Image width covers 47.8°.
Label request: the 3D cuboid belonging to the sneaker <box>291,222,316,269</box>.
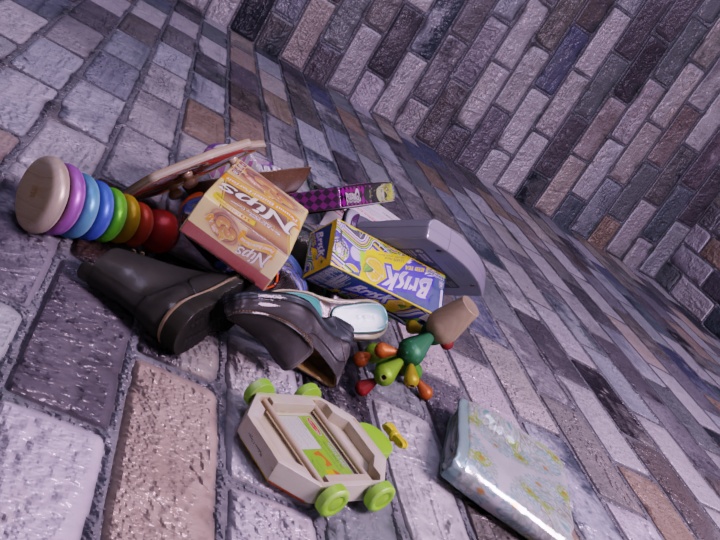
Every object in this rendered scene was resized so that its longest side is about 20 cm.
[{"bbox_3d":[-0.136,-0.036,1.132,0.198,0.077,0.115,22,22,-12],"label":"sneaker"}]

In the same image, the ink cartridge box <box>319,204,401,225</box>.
[{"bbox_3d":[0.000,-0.085,1.516,0.117,0.068,0.200,36,17,8],"label":"ink cartridge box"}]

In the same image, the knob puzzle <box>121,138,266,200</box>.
[{"bbox_3d":[-0.225,-0.120,1.060,0.031,0.218,0.220,67,18,-5],"label":"knob puzzle"}]

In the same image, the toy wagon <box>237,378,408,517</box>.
[{"bbox_3d":[-0.028,0.178,0.817,0.199,0.040,0.155,14,26,-48],"label":"toy wagon"}]

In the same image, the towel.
[{"bbox_3d":[0.181,0.244,0.993,0.170,0.048,0.200,33,18,1],"label":"towel"}]

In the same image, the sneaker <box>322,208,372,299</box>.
[{"bbox_3d":[0.000,0.000,1.151,0.087,0.075,0.202,17,54,-7],"label":"sneaker"}]

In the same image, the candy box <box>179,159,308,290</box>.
[{"bbox_3d":[-0.132,-0.061,0.972,0.115,0.055,0.200,36,16,-9],"label":"candy box"}]

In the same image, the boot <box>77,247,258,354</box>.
[{"bbox_3d":[-0.203,0.009,0.911,0.138,0.078,0.200,31,16,11],"label":"boot"}]

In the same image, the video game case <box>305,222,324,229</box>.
[{"bbox_3d":[-0.043,-0.046,1.277,0.197,0.018,0.143,6,16,-7],"label":"video game case"}]

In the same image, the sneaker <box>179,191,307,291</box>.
[{"bbox_3d":[-0.154,-0.014,1.032,0.199,0.076,0.079,36,18,-11],"label":"sneaker"}]

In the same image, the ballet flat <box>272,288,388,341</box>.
[{"bbox_3d":[-0.056,0.064,1.032,0.198,0.070,0.070,9,28,-34],"label":"ballet flat"}]

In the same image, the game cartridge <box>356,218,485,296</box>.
[{"bbox_3d":[0.096,-0.017,1.137,0.132,0.042,0.200,-3,-26,30],"label":"game cartridge"}]

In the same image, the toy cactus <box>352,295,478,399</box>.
[{"bbox_3d":[0.083,0.099,1.035,0.103,0.165,0.199,57,27,15],"label":"toy cactus"}]

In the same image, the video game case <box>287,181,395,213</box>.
[{"bbox_3d":[-0.071,-0.108,1.279,0.198,0.036,0.181,-5,5,29],"label":"video game case"}]

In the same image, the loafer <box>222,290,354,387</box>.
[{"bbox_3d":[-0.075,0.076,0.907,0.199,0.072,0.073,27,59,-46],"label":"loafer"}]

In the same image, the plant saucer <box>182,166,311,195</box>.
[{"bbox_3d":[-0.170,-0.126,1.235,0.198,0.037,0.200,-8,5,1],"label":"plant saucer"}]

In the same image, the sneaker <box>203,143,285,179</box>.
[{"bbox_3d":[-0.202,-0.170,1.390,0.088,0.081,0.199,37,12,36],"label":"sneaker"}]

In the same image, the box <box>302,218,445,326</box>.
[{"bbox_3d":[0.022,0.008,1.090,0.199,0.064,0.071,27,59,-33],"label":"box"}]

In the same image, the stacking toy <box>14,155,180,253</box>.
[{"bbox_3d":[-0.290,-0.064,0.943,0.199,0.086,0.085,19,22,-51],"label":"stacking toy"}]
